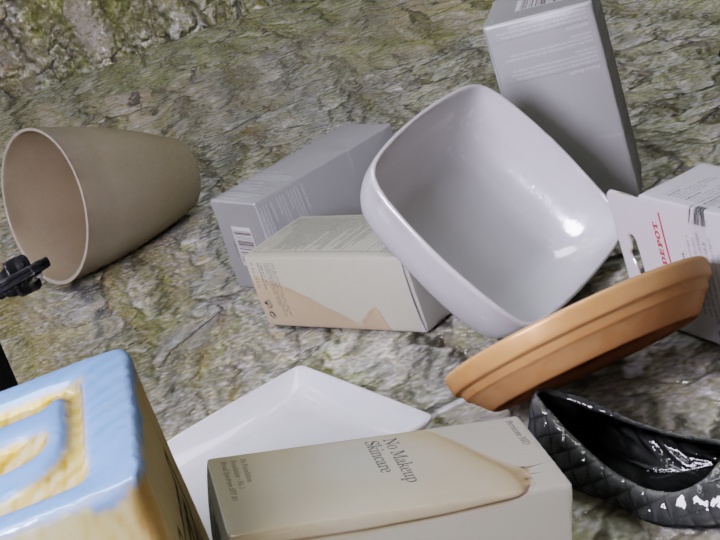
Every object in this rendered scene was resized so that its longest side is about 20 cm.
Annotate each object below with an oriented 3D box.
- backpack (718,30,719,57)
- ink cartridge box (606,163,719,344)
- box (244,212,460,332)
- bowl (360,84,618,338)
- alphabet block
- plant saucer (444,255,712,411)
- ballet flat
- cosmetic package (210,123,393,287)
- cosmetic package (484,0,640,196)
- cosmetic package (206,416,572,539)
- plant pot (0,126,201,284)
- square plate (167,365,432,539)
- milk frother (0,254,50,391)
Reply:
[{"bbox_3d":[0.438,-0.201,1.335,0.167,0.127,0.200,4,28,24],"label":"backpack"},{"bbox_3d":[0.273,-0.008,1.008,0.067,0.116,0.200,-27,22,-19],"label":"ink cartridge box"},{"bbox_3d":[0.000,0.000,1.286,0.200,0.078,0.095,2,29,44],"label":"box"},{"bbox_3d":[0.102,-0.043,1.188,0.200,0.200,0.075,-41,-5,-41],"label":"bowl"},{"bbox_3d":[-0.180,0.192,0.794,0.195,0.200,0.196,-21,20,-3],"label":"alphabet block"},{"bbox_3d":[0.156,0.050,0.973,0.200,0.037,0.200,-23,-11,-5],"label":"plant saucer"},{"bbox_3d":[0.177,0.116,0.865,0.066,0.057,0.200,-35,25,-33],"label":"ballet flat"},{"bbox_3d":[-0.045,-0.069,1.464,0.200,0.107,0.090,-32,25,-35],"label":"cosmetic package"},{"bbox_3d":[0.195,-0.161,1.327,0.107,0.200,0.090,-10,25,17],"label":"cosmetic package"},{"bbox_3d":[0.015,0.150,0.831,0.200,0.073,0.104,-8,20,-12],"label":"cosmetic package"},{"bbox_3d":[-0.299,-0.098,1.697,0.200,0.187,0.187,-18,15,-40],"label":"plant pot"},{"bbox_3d":[-0.072,0.146,1.056,0.200,0.028,0.198,-30,22,-25],"label":"square plate"},{"bbox_3d":[-0.291,0.108,1.118,0.200,0.188,0.180,-32,25,-30],"label":"milk frother"}]
